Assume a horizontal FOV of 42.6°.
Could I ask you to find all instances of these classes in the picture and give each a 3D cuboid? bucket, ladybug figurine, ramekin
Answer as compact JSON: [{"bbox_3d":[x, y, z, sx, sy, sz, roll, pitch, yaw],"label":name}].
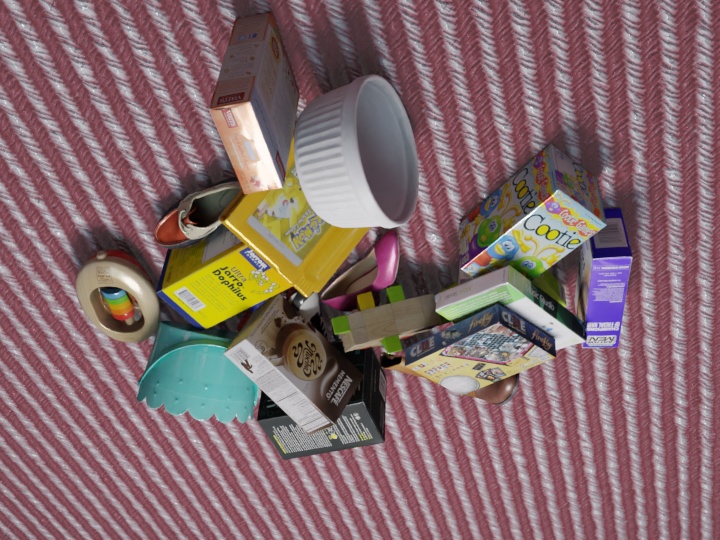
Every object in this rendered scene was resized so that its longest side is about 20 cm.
[{"bbox_3d":[-0.265,0.168,1.556,0.204,0.137,0.207,11,179,0],"label":"bucket"},{"bbox_3d":[-0.399,0.036,1.538,0.134,0.073,0.202,1,135,5],"label":"ladybug figurine"},{"bbox_3d":[-0.007,-0.151,1.242,0.104,0.202,0.201,-9,135,26],"label":"ramekin"}]

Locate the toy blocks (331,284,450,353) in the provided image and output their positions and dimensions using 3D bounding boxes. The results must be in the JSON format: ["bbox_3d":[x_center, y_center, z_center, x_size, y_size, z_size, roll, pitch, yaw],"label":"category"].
[{"bbox_3d":[0.039,0.090,1.518,0.197,0.101,0.137,-13,171,-15],"label":"toy blocks"}]

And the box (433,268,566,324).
[{"bbox_3d":[0.223,0.050,1.527,0.199,0.048,0.122,-30,125,29],"label":"box"}]

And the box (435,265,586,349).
[{"bbox_3d":[0.232,0.071,1.415,0.199,0.037,0.143,32,141,-34],"label":"box"}]

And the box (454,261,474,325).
[{"bbox_3d":[0.172,0.072,1.490,0.038,0.042,0.202,2,133,2],"label":"box"}]

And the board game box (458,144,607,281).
[{"bbox_3d":[0.248,-0.069,1.365,0.102,0.106,0.200,30,129,-25],"label":"board game box"}]

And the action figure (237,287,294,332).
[{"bbox_3d":[-0.149,0.041,1.546,0.065,0.052,0.201,22,131,-10],"label":"action figure"}]

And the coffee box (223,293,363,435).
[{"bbox_3d":[-0.105,0.152,1.490,0.200,0.113,0.080,45,139,-12],"label":"coffee box"}]

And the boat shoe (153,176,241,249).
[{"bbox_3d":[-0.240,-0.085,1.397,0.198,0.063,0.072,-23,93,22],"label":"boat shoe"}]

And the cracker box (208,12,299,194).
[{"bbox_3d":[-0.131,-0.215,1.178,0.057,0.202,0.135,-7,134,11],"label":"cracker box"}]

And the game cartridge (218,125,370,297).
[{"bbox_3d":[-0.084,-0.081,1.357,0.200,0.032,0.177,42,83,-32],"label":"game cartridge"}]

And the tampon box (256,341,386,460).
[{"bbox_3d":[-0.065,0.230,1.652,0.197,0.151,0.127,-12,133,16],"label":"tampon box"}]

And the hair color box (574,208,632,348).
[{"bbox_3d":[0.374,0.015,1.437,0.064,0.110,0.202,-3,134,7],"label":"hair color box"}]

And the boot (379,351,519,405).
[{"bbox_3d":[0.153,0.170,1.591,0.198,0.069,0.188,20,173,-23],"label":"boot"}]

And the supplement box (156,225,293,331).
[{"bbox_3d":[-0.206,-0.009,1.454,0.198,0.110,0.110,-25,128,26],"label":"supplement box"}]

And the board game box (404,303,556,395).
[{"bbox_3d":[0.184,0.127,1.434,0.135,0.035,0.199,30,139,-31],"label":"board game box"}]

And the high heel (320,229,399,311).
[{"bbox_3d":[0.000,0.000,1.480,0.094,0.068,0.201,4,149,-15],"label":"high heel"}]

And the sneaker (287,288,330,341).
[{"bbox_3d":[-0.081,0.096,1.560,0.080,0.074,0.201,35,149,25],"label":"sneaker"}]
